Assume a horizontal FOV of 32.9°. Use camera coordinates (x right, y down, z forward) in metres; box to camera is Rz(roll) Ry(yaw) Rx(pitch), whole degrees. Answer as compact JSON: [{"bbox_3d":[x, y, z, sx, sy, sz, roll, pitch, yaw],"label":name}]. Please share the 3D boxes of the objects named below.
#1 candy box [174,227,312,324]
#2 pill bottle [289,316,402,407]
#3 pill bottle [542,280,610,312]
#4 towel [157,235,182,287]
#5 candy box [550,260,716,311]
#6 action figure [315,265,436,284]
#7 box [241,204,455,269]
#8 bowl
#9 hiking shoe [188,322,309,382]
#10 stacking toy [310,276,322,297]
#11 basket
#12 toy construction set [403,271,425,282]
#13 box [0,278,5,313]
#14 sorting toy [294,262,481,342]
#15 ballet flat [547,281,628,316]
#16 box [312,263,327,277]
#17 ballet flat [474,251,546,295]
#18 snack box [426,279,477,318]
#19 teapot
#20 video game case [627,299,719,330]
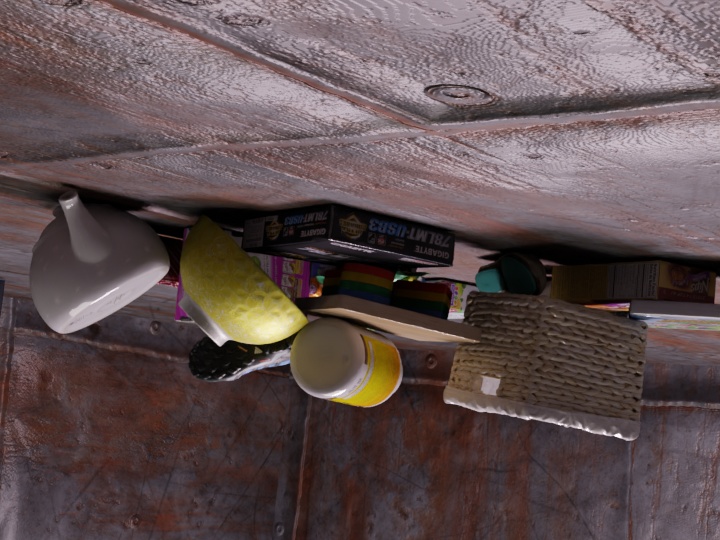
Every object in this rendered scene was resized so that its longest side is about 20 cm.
[{"bbox_3d":[-0.167,0.020,1.769,0.200,0.137,0.061,13,169,-42],"label":"candy box"},{"bbox_3d":[-0.011,0.131,1.692,0.109,0.110,0.200,3,170,24],"label":"pill bottle"},{"bbox_3d":[0.301,0.084,1.809,0.200,0.111,0.111,31,173,1],"label":"pill bottle"},{"bbox_3d":[-0.273,-0.011,1.799,0.200,0.023,0.145,13,-156,-42],"label":"towel"},{"bbox_3d":[0.372,0.023,1.675,0.116,0.057,0.200,10,174,-35],"label":"candy box"},{"bbox_3d":[0.000,0.000,1.798,0.118,0.055,0.200,11,167,-41],"label":"action figure"},{"bbox_3d":[-0.017,-0.037,1.547,0.200,0.050,0.198,10,173,-37],"label":"box"},{"bbox_3d":[-0.174,0.034,1.595,0.200,0.108,0.200,44,174,6],"label":"bowl"},{"bbox_3d":[-0.148,0.119,1.725,0.199,0.075,0.087,-16,157,22],"label":"hiking shoe"},{"bbox_3d":[-0.118,0.029,1.922,0.199,0.116,0.110,-1,171,29],"label":"stacking toy"},{"bbox_3d":[0.252,0.125,1.627,0.200,0.161,0.198,15,174,-28],"label":"basket"},{"bbox_3d":[0.026,0.062,1.866,0.200,0.131,0.092,-37,132,12],"label":"toy construction set"},{"bbox_3d":[-0.954,0.114,2.972,0.107,0.201,0.148,9,173,-35],"label":"box"},{"bbox_3d":[0.037,0.041,1.628,0.199,0.070,0.199,14,173,-20],"label":"sorting toy"},{"bbox_3d":[0.331,0.050,1.886,0.200,0.074,0.074,1,172,37],"label":"ballet flat"},{"bbox_3d":[-0.012,0.014,2.013,0.119,0.042,0.200,5,171,10],"label":"box"},{"bbox_3d":[0.220,0.002,1.681,0.062,0.068,0.200,-21,-175,-17],"label":"ballet flat"},{"bbox_3d":[0.135,0.053,2.144,0.142,0.053,0.200,9,173,-34],"label":"snack box"},{"bbox_3d":[-0.357,-0.020,1.594,0.200,0.146,0.197,-35,175,27],"label":"teapot"},{"bbox_3d":[0.459,0.063,1.626,0.199,0.022,0.182,3,173,12],"label":"video game case"}]
